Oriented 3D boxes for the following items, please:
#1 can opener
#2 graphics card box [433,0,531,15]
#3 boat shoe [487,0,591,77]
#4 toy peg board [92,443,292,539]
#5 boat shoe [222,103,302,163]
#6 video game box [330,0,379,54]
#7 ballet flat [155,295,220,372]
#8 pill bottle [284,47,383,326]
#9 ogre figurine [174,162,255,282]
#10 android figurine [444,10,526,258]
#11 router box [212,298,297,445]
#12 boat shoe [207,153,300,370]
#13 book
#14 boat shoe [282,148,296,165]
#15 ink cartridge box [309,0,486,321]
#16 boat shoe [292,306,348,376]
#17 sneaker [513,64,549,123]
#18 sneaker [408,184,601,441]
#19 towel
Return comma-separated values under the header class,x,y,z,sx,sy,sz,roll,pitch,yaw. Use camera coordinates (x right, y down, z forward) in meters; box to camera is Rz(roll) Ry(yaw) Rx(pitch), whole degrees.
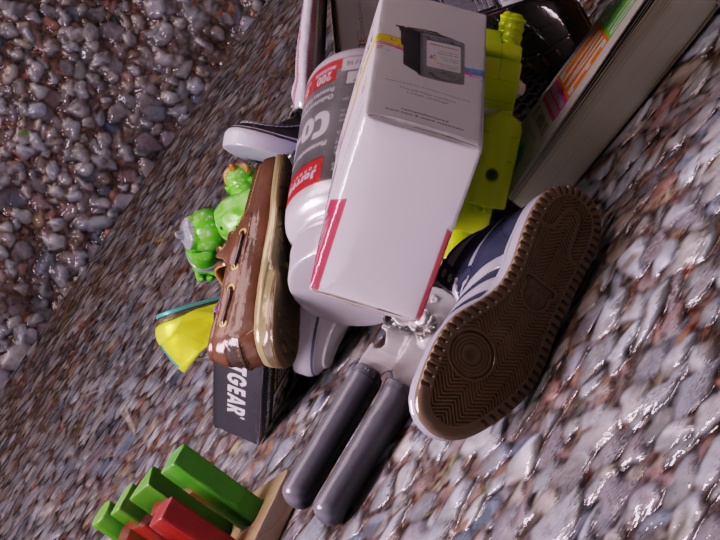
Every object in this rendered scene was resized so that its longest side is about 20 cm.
class,x,y,z,sx,sy,sz,roll,pitch,yaw
can opener,0.014,0.096,1.506,0.200,0.053,0.066,-57,-21,-22
graphics card box,0.139,-0.241,1.610,0.125,0.051,0.200,-26,7,-22
boat shoe,0.130,-0.197,1.775,0.074,0.076,0.200,-32,9,-32
toy peg board,-0.164,0.245,1.617,0.200,0.098,0.199,-39,19,50
boat shoe,-0.044,-0.129,1.959,0.074,0.199,0.068,3,87,53
video game box,0.003,-0.170,1.860,0.182,0.047,0.200,97,167,-74
ballet flat,-0.094,0.040,1.936,0.200,0.067,0.067,-22,-6,-18
pill bottle,0.002,-0.065,1.621,0.114,0.114,0.200,-41,32,45
ogre figurine,-0.086,-0.046,1.955,0.120,0.200,0.098,30,-119,-65
android figurine,0.090,-0.096,1.559,0.182,0.041,0.200,-109,32,-83
router box,-0.073,0.036,1.765,0.200,0.051,0.149,97,-162,-57
boat shoe,-0.083,-0.010,1.634,0.067,0.072,0.200,-7,51,15
book,0.176,-0.140,1.542,0.200,0.048,0.134,-54,11,13
boat shoe,-0.051,-0.071,1.797,0.200,0.068,0.072,110,168,-52
ink cartridge box,0.029,-0.083,1.442,0.200,0.086,0.148,-84,10,-59
boat shoe,0.000,0.000,1.730,0.074,0.065,0.200,-14,-56,-75
sneaker,0.099,-0.122,1.731,0.070,0.094,0.200,-23,26,-26
sneaker,0.077,0.037,1.358,0.200,0.070,0.108,-55,14,-27
towel,-0.046,-0.211,1.795,0.200,0.030,0.147,-79,-9,-85
